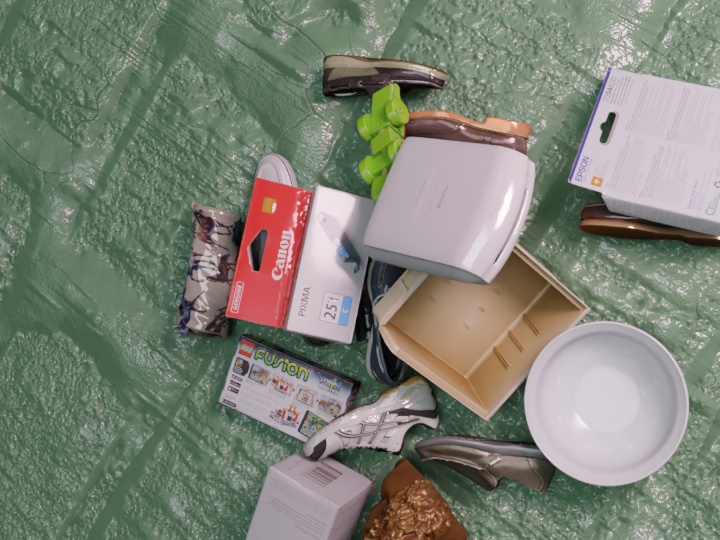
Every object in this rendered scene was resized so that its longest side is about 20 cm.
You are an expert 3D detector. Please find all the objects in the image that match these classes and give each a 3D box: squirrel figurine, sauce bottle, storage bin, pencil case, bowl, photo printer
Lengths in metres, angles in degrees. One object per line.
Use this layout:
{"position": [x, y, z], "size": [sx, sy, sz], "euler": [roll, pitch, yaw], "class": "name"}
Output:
{"position": [0.035, 0.359, 1.139], "size": [0.186, 0.200, 0.142], "euler": [-39, 80, -9], "class": "squirrel figurine"}
{"position": [0.000, 0.000, 1.260], "size": [0.064, 0.065, 0.204], "euler": [-10, 84, 19], "class": "sauce bottle"}
{"position": [0.151, 0.052, 1.132], "size": [0.200, 0.198, 0.094], "euler": [-48, 28, 10], "class": "storage bin"}
{"position": [-0.233, 0.000, 1.337], "size": [0.088, 0.078, 0.204], "euler": [8, 89, 0], "class": "pencil case"}
{"position": [0.315, 0.168, 1.120], "size": [0.198, 0.090, 0.205], "euler": [-2, 85, 20], "class": "bowl"}
{"position": [0.110, -0.073, 1.049], "size": [0.198, 0.069, 0.169], "euler": [16, 79, 45], "class": "photo printer"}

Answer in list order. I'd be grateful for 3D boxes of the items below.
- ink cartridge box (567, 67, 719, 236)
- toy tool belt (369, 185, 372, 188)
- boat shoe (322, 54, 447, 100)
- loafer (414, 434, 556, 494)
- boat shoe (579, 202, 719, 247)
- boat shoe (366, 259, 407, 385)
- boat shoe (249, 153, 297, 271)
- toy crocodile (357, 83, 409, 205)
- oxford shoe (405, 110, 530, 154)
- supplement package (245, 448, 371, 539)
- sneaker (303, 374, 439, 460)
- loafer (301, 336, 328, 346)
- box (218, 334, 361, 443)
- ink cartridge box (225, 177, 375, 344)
{"position": [0.384, -0.154, 1.106], "size": [0.197, 0.041, 0.202], "euler": [17, 66, 20], "class": "ink cartridge box"}
{"position": [0.101, -0.090, 1.210], "size": [0.122, 0.125, 0.201], "euler": [-32, 52, 2], "class": "toy tool belt"}
{"position": [0.033, -0.272, 1.271], "size": [0.197, 0.073, 0.066], "euler": [12, 95, 30], "class": "boat shoe"}
{"position": [0.166, 0.261, 1.175], "size": [0.197, 0.075, 0.071], "euler": [3, 83, 20], "class": "loafer"}
{"position": [0.385, -0.074, 1.127], "size": [0.196, 0.070, 0.072], "euler": [6, 83, 13], "class": "boat shoe"}
{"position": [0.045, 0.057, 1.209], "size": [0.074, 0.062, 0.204], "euler": [9, 88, -23], "class": "boat shoe"}
{"position": [-0.140, -0.078, 1.315], "size": [0.071, 0.066, 0.204], "euler": [4, 87, 20], "class": "boat shoe"}
{"position": [0.039, -0.170, 1.181], "size": [0.067, 0.061, 0.203], "euler": [-27, 48, 32], "class": "toy crocodile"}
{"position": [0.134, -0.180, 1.224], "size": [0.197, 0.071, 0.074], "euler": [10, 94, 20], "class": "oxford shoe"}
{"position": [-0.084, 0.371, 1.220], "size": [0.116, 0.117, 0.203], "euler": [24, 103, 20], "class": "supplement package"}
{"position": [0.018, 0.225, 1.213], "size": [0.198, 0.076, 0.089], "euler": [-27, 86, -1], "class": "sneaker"}
{"position": [-0.064, 0.006, 1.262], "size": [0.074, 0.070, 0.204], "euler": [-11, 88, -18], "class": "loafer"}
{"position": [-0.107, 0.182, 1.301], "size": [0.197, 0.035, 0.112], "euler": [21, 93, 20], "class": "box"}
{"position": [-0.078, -0.016, 1.194], "size": [0.173, 0.045, 0.204], "euler": [13, 82, -10], "class": "ink cartridge box"}
